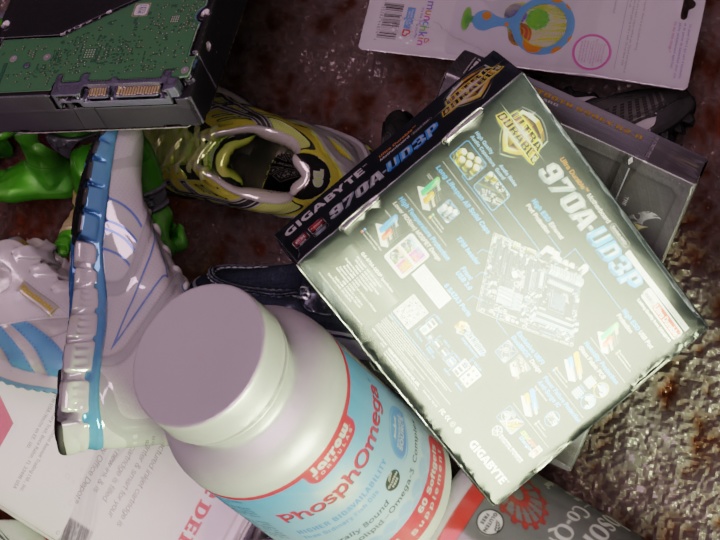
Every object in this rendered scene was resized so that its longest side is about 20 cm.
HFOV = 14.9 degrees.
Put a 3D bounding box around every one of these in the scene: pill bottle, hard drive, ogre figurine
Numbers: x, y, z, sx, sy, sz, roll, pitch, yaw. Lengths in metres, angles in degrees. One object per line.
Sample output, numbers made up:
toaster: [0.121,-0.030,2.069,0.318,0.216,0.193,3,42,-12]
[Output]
pill bottle: [-0.038,0.087,1.504,0.108,0.200,0.109,-14,58,24]
hard drive: [-0.130,-0.166,1.589,0.139,0.038,0.201,-2,51,23]
ogre figurine: [-0.184,-0.087,1.665,0.098,0.200,0.121,-14,121,-20]
pill bottle: [0.128,0.199,1.587,0.199,0.116,0.116,30,92,13]

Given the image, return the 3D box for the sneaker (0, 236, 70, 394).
sneaker: [-0.186,0.025,1.609,0.199,0.076,0.081,13,96,15]

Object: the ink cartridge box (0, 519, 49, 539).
ink cartridge box: [-0.244,0.221,1.628,0.145,0.200,0.084,-41,78,6]

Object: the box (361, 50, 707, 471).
box: [0.091,-0.005,1.601,0.158,0.048,0.201,23,114,6]

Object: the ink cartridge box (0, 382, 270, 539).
ink cartridge box: [-0.137,0.105,1.674,0.199,0.085,0.146,30,92,16]

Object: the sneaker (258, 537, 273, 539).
sneaker: [-0.002,0.231,1.635,0.080,0.088,0.201,-22,102,33]

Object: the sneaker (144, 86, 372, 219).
sneaker: [-0.087,-0.077,1.674,0.199,0.076,0.076,10,89,27]

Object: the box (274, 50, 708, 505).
box: [0.073,0.007,1.500,0.159,0.046,0.200,-40,117,-1]

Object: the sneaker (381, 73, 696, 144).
sneaker: [0.098,-0.089,1.645,0.199,0.066,0.091,-18,83,13]

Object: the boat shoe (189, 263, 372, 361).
boat shoe: [0.000,0.000,1.567,0.199,0.071,0.091,8,111,5]

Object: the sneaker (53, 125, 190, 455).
sneaker: [-0.124,0.011,1.553,0.086,0.075,0.201,5,71,-8]

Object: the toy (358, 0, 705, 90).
toy: [0.108,-0.163,1.653,0.199,0.047,0.116,10,68,11]
